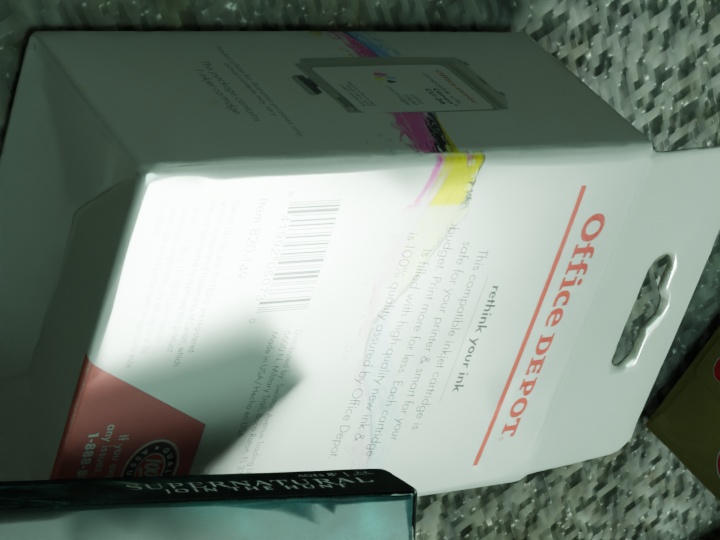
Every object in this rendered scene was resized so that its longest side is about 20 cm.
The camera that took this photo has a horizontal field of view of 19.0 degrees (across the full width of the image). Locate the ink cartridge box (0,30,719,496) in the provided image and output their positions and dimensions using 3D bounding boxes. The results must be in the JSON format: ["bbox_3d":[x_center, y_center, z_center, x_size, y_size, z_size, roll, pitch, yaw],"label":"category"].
[{"bbox_3d":[0.000,0.000,0.583,0.200,0.068,0.117,-4,126,-36],"label":"ink cartridge box"}]

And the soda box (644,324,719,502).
[{"bbox_3d":[0.196,0.070,0.805,0.200,0.068,0.064,21,110,-47],"label":"soda box"}]

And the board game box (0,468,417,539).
[{"bbox_3d":[-0.086,0.118,0.511,0.200,0.028,0.136,1,97,-19],"label":"board game box"}]
